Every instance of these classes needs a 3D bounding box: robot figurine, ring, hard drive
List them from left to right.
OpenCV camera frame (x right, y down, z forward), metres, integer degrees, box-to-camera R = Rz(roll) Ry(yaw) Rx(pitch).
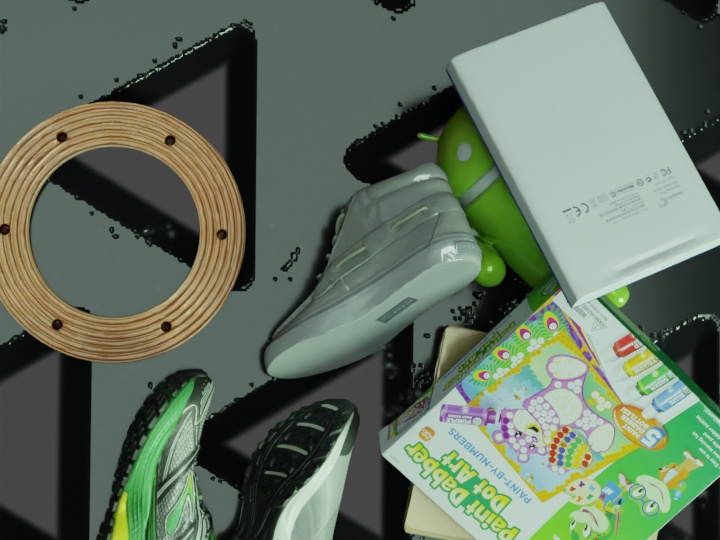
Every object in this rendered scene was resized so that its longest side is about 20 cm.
[{"bbox_3d":[-0.188,-0.029,1.423,0.200,0.019,0.201,0,87,-6],"label":"ring"},{"bbox_3d":[0.140,-0.059,1.417,0.175,0.116,0.200,-45,92,-1],"label":"robot figurine"},{"bbox_3d":[0.164,-0.086,1.347,0.132,0.025,0.200,-22,75,-17],"label":"hard drive"}]

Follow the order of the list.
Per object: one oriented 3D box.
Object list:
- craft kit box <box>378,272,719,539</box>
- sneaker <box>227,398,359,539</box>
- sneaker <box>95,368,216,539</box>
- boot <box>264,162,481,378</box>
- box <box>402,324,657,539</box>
[{"bbox_3d":[0.151,0.127,1.389,0.200,0.049,0.198,42,105,-15],"label":"craft kit box"},{"bbox_3d":[-0.050,0.190,1.411,0.079,0.074,0.200,35,72,-40],"label":"sneaker"},{"bbox_3d":[-0.144,0.170,1.398,0.085,0.078,0.200,15,94,-13],"label":"sneaker"},{"bbox_3d":[0.000,0.000,1.404,0.200,0.074,0.096,-32,59,25],"label":"boot"},{"bbox_3d":[0.145,0.143,1.455,0.200,0.021,0.164,12,86,-7],"label":"box"}]
